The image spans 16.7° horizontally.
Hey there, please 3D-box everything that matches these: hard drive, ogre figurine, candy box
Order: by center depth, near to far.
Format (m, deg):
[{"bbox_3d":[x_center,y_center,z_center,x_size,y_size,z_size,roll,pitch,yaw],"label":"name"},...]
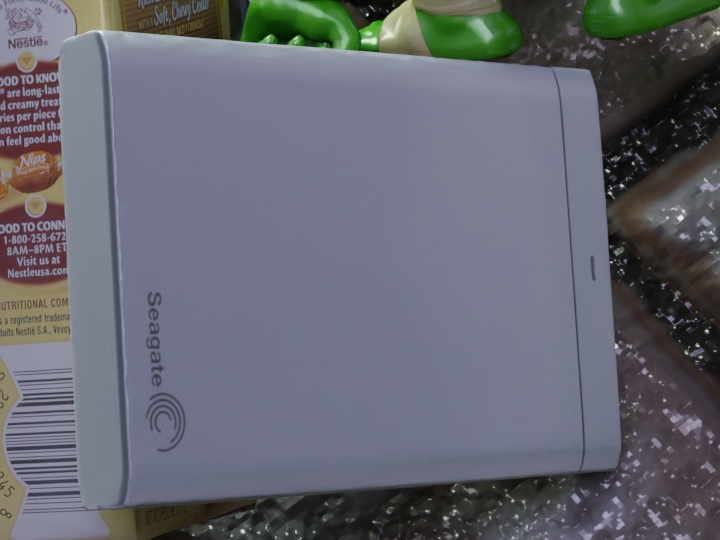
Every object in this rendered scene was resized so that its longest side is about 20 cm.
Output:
[{"bbox_3d":[0.000,0.000,0.744,0.027,0.199,0.133,-8,84,49],"label":"hard drive"},{"bbox_3d":[-0.078,-0.019,0.765,0.055,0.115,0.202,-3,90,15],"label":"candy box"},{"bbox_3d":[0.054,-0.133,0.796,0.199,0.121,0.098,-5,18,8],"label":"ogre figurine"}]
